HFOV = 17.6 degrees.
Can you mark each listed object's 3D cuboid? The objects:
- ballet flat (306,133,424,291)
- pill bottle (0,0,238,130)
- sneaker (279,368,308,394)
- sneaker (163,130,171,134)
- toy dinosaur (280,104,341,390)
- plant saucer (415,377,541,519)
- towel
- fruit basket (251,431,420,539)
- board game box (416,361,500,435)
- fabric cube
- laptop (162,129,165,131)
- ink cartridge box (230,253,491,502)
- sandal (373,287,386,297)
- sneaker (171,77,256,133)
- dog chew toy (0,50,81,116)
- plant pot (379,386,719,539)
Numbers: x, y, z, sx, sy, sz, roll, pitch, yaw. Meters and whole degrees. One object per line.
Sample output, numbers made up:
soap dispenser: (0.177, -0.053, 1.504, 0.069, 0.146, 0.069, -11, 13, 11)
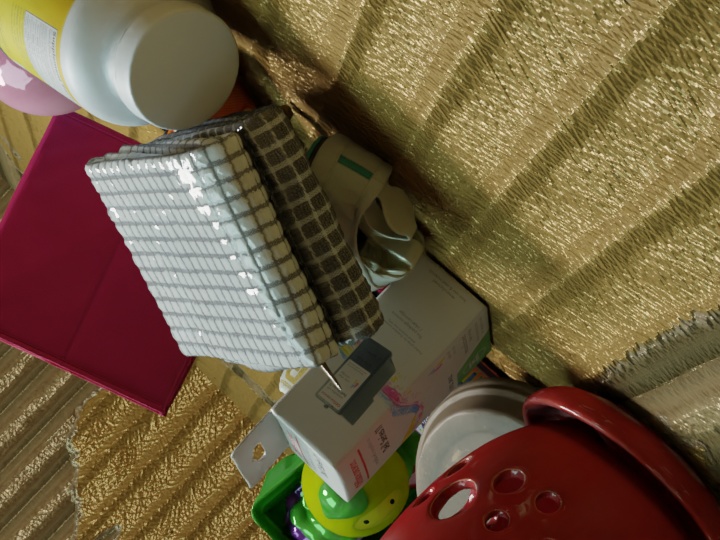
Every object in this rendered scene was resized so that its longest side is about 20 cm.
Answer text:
ballet flat: (0.009, -0.027, 1.570, 0.069, 0.069, 0.200, 40, 169, 23)
pill bottle: (-0.164, -0.161, 1.543, 0.200, 0.112, 0.112, 32, 165, 50)
sneaker: (-0.027, 0.053, 1.897, 0.074, 0.116, 0.200, 36, 166, 51)
sneaker: (-0.091, -0.058, 1.844, 0.200, 0.077, 0.112, 62, 147, 21)
toy dinosaur: (-0.049, -0.012, 1.630, 0.101, 0.058, 0.200, -7, -94, -77)
plant saucer: (0.115, 0.177, 1.735, 0.200, 0.029, 0.200, 18, 119, 36)
towel: (-0.079, -0.020, 1.520, 0.200, 0.086, 0.166, -1, 118, 62)
fruit basket: (0.007, 0.196, 2.112, 0.156, 0.216, 0.216, 48, 170, -21)
board game box: (0.103, 0.131, 1.865, 0.165, 0.057, 0.200, 43, 172, 19)
fabric cube: (-0.213, -0.002, 2.016, 0.200, 0.200, 0.196, 25, 173, -3)
laptop: (-0.244, -0.149, 1.975, 0.177, 0.103, 0.200, 35, 167, 46)
ink cartridge box: (0.003, 0.093, 1.668, 0.067, 0.200, 0.117, 41, 171, 16)
sandal: (0.000, 0.000, 1.766, 0.075, 0.045, 0.200, 49, 159, 33)
sneaker: (-0.082, -0.097, 1.677, 0.077, 0.073, 0.200, 17, 165, 20)
dog chew toy: (-0.252, -0.212, 1.702, 0.200, 0.124, 0.125, 58, 165, -28)
plant pot: (0.138, 0.193, 1.558, 0.200, 0.183, 0.200, 42, 165, 13)
